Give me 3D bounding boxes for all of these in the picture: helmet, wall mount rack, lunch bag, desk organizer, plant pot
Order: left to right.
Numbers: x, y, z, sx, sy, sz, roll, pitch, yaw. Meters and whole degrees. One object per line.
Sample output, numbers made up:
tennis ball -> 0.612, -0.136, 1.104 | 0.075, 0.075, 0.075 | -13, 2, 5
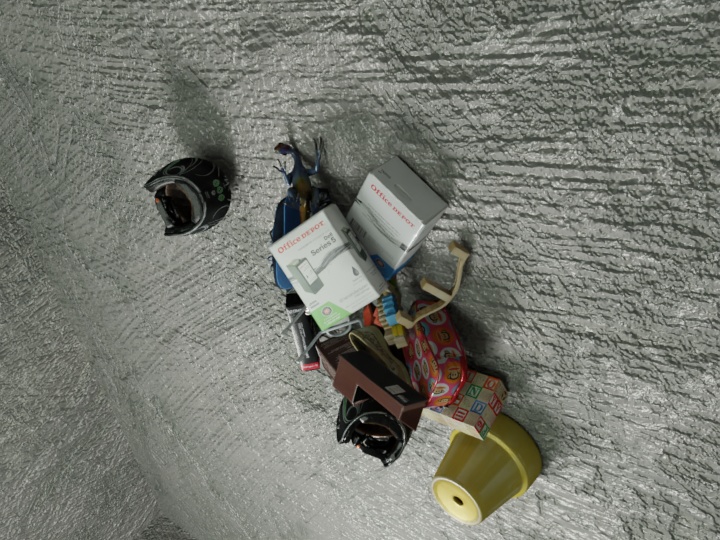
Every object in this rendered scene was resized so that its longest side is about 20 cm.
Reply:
helmet -> -0.412, -0.181, 1.721 | 0.199, 0.191, 0.201 | 4, 111, 10
wall mount rack -> -0.086, 0.123, 1.606 | 0.200, 0.173, 0.075 | 69, -179, -48
helmet -> 0.037, 0.347, 1.685 | 0.199, 0.191, 0.201 | 1, 112, 3
desk organizer -> 0.035, 0.246, 1.438 | 0.200, 0.072, 0.077 | 33, 116, 40
lunch bag -> 0.140, 0.178, 1.452 | 0.176, 0.082, 0.200 | 107, 154, -47
plant pot -> 0.255, 0.432, 1.521 | 0.201, 0.189, 0.201 | 28, 138, 29

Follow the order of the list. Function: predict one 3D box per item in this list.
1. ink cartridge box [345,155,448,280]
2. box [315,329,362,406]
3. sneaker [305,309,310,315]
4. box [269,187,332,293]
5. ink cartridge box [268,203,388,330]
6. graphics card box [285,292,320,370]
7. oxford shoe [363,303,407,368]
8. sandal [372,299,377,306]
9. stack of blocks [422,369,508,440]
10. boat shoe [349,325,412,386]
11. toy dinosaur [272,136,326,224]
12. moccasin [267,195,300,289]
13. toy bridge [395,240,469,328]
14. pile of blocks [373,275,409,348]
ink cartridge box -> 0.060, -0.099, 1.376 | 0.145, 0.084, 0.200 | 45, 144, 10
box -> -0.019, 0.222, 1.659 | 0.200, 0.100, 0.075 | 40, 152, 60
sneaker -> -0.071, 0.018, 1.629 | 0.087, 0.074, 0.200 | 10, 115, -5
box -> -0.118, -0.063, 1.557 | 0.200, 0.043, 0.161 | -40, 62, 45
ink cartridge box -> -0.063, -0.008, 1.394 | 0.145, 0.084, 0.200 | -33, 93, 20
graphics card box -> -0.141, 0.133, 1.758 | 0.051, 0.126, 0.200 | -8, 122, 2
oxford shoe -> 0.066, 0.156, 1.608 | 0.200, 0.072, 0.071 | 65, 160, 11
sandal -> 0.001, 0.000, 1.537 | 0.200, 0.043, 0.076 | 44, 112, 3
stack of blocks -> 0.194, 0.264, 1.497 | 0.200, 0.115, 0.059 | 13, 150, 42
boat shoe -> 0.043, 0.206, 1.522 | 0.200, 0.063, 0.073 | 55, 135, 32
toy dinosaur -> -0.139, -0.182, 1.479 | 0.182, 0.105, 0.200 | -113, 29, -53
moccasin -> -0.154, -0.056, 1.520 | 0.068, 0.080, 0.201 | -10, 69, 56
toy bridge -> 0.146, 0.038, 1.369 | 0.067, 0.027, 0.200 | 27, 113, -21
pile of blocks -> 0.046, 0.066, 1.453 | 0.062, 0.082, 0.200 | -21, 62, 18
